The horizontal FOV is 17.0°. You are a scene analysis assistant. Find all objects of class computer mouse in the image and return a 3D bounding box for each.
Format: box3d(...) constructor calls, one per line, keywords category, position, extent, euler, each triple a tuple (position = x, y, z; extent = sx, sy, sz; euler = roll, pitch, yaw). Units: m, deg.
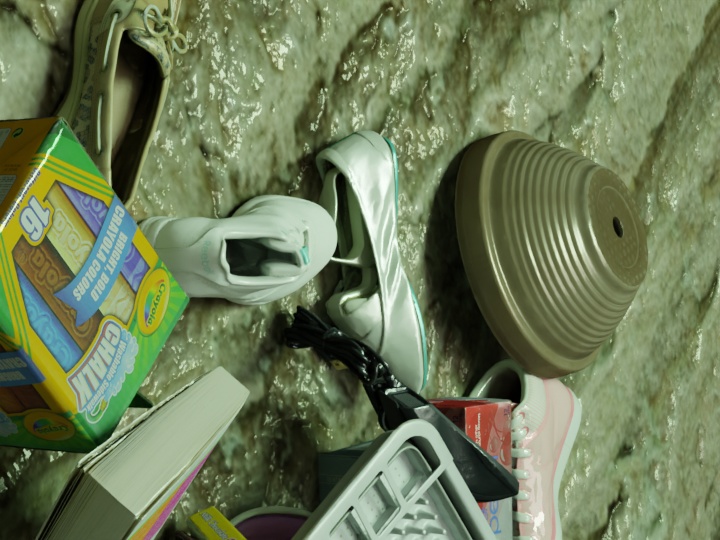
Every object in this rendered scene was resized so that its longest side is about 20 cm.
box3d(category="computer mouse", position=(0.020, 0.103, 1.713), extent=(0.046, 0.140, 0.200), euler=(-51, 126, -6))

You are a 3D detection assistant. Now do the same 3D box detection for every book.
box3d(category="book", position=(-0.147, 0.155, 1.438), extent=(0.048, 0.200, 0.134), euler=(41, 41, 8))

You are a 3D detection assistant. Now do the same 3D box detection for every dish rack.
box3d(category="dish rack", position=(0.020, 0.218, 1.647), extent=(0.172, 0.043, 0.200), euler=(-49, 125, -30))

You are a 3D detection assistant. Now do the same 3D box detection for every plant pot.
box3d(category="plant pot", position=(0.164, -0.022, 1.906), extent=(0.201, 0.092, 0.202), euler=(33, 48, -46))

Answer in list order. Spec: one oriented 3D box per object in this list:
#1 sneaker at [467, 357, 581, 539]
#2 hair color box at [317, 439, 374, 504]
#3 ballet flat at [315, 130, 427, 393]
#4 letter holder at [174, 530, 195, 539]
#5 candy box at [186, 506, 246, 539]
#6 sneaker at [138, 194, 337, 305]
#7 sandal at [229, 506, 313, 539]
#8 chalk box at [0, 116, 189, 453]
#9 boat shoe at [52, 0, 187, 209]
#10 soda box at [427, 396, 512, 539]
box3d(category="sneaker", position=(0.113, 0.163, 1.898), extent=(0.105, 0.075, 0.201), euler=(42, 54, -45))
box3d(category="hair color box", position=(0.023, 0.228, 1.778), extent=(0.099, 0.060, 0.201), euler=(-9, 97, -54))
box3d(category="ballet flat", position=(0.000, 0.000, 1.749), extent=(0.069, 0.069, 0.201), euler=(-15, 99, -54))
box3d(category="letter holder", position=(-0.108, 0.289, 1.573), extent=(0.100, 0.142, 0.201), euler=(-24, 111, -18))
box3d(category="candy box", position=(-0.062, 0.263, 1.612), extent=(0.026, 0.102, 0.201), euler=(-24, 119, -16))
box3d(category="sneaker", position=(-0.062, -0.010, 1.626), extent=(0.200, 0.088, 0.076), euler=(-12, 99, -55))
box3d(category="sandal", position=(-0.013, 0.224, 1.677), extent=(0.202, 0.050, 0.083), euler=(29, 80, -27))
box3d(category="chalk box", position=(-0.195, 0.025, 1.404), extent=(0.200, 0.124, 0.124), euler=(58, 46, -36))
box3d(category="boat shoe", position=(-0.146, -0.117, 1.524), extent=(0.073, 0.062, 0.201), euler=(39, 59, -48))
box3d(category="soda box", position=(0.074, 0.199, 1.848), extent=(0.070, 0.063, 0.201), euler=(-3, 93, -54))
